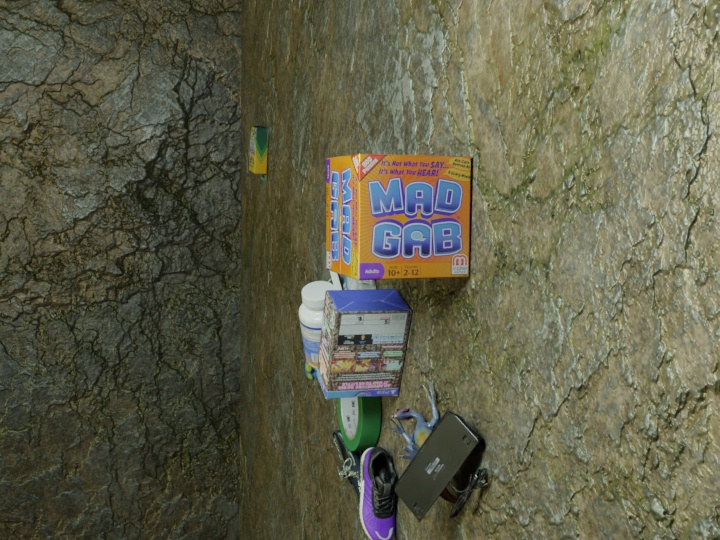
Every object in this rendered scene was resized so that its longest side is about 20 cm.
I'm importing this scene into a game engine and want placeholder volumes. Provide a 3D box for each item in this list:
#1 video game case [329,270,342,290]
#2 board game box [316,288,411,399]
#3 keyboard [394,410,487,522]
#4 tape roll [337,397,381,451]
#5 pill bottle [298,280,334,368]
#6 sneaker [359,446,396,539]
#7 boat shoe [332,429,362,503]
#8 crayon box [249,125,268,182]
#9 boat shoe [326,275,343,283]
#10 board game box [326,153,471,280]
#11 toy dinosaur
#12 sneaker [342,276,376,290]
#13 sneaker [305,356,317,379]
[{"bbox_3d":[-0.034,0.084,1.868,0.201,0.017,0.144,72,180,-47],"label":"video game case"},{"bbox_3d":[0.004,0.149,1.651,0.097,0.157,0.202,-122,36,-60],"label":"board game box"},{"bbox_3d":[0.141,0.339,1.331,0.127,0.020,0.201,46,120,29],"label":"keyboard"},{"bbox_3d":[-0.005,0.313,1.865,0.200,0.048,0.203,179,90,-72],"label":"tape roll"},{"bbox_3d":[-0.092,0.131,1.966,0.112,0.111,0.202,-119,20,-56],"label":"pill bottle"},{"bbox_3d":[0.042,0.468,1.687,0.100,0.069,0.203,136,131,-63],"label":"sneaker"},{"bbox_3d":[-0.021,0.460,1.898,0.075,0.061,0.202,112,151,-47],"label":"boat shoe"},{"bbox_3d":[-0.386,-0.441,3.053,0.126,0.051,0.203,-144,55,-69],"label":"crayon box"},{"bbox_3d":[-0.078,0.091,2.055,0.066,0.071,0.203,-124,32,-51],"label":"boat shoe"},{"bbox_3d":[0.059,-0.094,1.394,0.200,0.197,0.203,-163,72,-71],"label":"board game box"},{"bbox_3d":[0.104,0.312,1.468,0.181,0.104,0.203,28,-131,-87],"label":"toy dinosaur"},{"bbox_3d":[0.000,0.000,1.812,0.087,0.074,0.201,-60,37,31],"label":"sneaker"},{"bbox_3d":[-0.113,0.199,2.196,0.083,0.070,0.203,-114,27,-81],"label":"sneaker"}]
